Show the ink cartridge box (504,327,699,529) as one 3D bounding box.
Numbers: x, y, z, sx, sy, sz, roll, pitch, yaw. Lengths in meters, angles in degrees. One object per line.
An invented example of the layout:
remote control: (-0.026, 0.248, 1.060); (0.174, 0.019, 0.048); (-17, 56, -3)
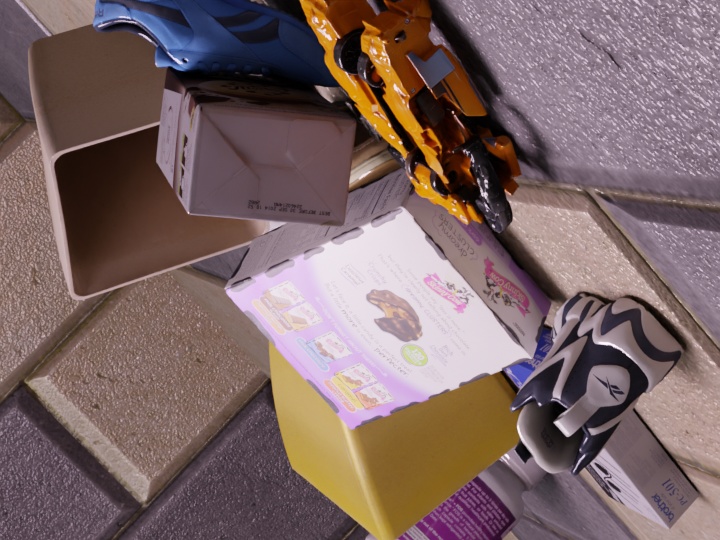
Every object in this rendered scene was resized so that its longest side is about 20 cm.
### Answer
ink cartridge box: (0.200, 0.131, 1.635); (0.200, 0.044, 0.094); (50, 167, -27)

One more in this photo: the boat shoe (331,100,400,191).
boat shoe: (-0.012, -0.098, 1.485); (0.067, 0.074, 0.200); (68, 161, -5)

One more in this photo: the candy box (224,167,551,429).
candy box: (0.022, 0.021, 1.531); (0.200, 0.072, 0.168); (-24, 117, 37)

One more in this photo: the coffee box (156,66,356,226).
coffee box: (-0.081, -0.094, 1.404); (0.113, 0.080, 0.200); (4, -168, -14)

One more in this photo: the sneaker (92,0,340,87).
sneaker: (-0.103, -0.168, 1.433); (0.199, 0.079, 0.066); (24, 169, 0)

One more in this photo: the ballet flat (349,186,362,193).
ballet flat: (0.052, -0.008, 1.608); (0.200, 0.065, 0.071); (50, -177, -39)

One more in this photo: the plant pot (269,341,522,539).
plant pot: (0.020, 0.114, 1.922); (0.200, 0.200, 0.177); (32, 153, 53)

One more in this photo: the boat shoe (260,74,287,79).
boat shoe: (-0.102, -0.191, 1.564); (0.200, 0.057, 0.067); (56, -158, -34)

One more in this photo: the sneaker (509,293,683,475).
sneaker: (0.152, 0.089, 1.409); (0.080, 0.130, 0.199); (47, 170, -10)

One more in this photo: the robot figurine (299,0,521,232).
robot figurine: (0.041, -0.109, 1.262); (0.145, 0.058, 0.200); (35, 166, 47)

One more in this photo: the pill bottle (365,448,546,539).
pill bottle: (0.109, 0.266, 2.113); (0.112, 0.200, 0.112); (44, 171, 9)

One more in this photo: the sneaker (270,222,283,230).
sneaker: (-0.068, -0.078, 1.837); (0.200, 0.078, 0.100); (18, 146, 52)

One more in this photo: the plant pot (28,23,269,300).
plant pot: (-0.211, -0.126, 1.773); (0.200, 0.199, 0.177); (92, 154, -51)
